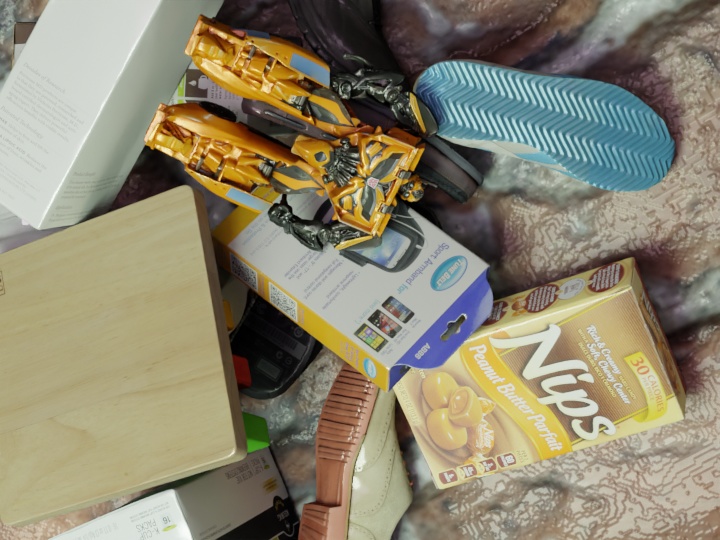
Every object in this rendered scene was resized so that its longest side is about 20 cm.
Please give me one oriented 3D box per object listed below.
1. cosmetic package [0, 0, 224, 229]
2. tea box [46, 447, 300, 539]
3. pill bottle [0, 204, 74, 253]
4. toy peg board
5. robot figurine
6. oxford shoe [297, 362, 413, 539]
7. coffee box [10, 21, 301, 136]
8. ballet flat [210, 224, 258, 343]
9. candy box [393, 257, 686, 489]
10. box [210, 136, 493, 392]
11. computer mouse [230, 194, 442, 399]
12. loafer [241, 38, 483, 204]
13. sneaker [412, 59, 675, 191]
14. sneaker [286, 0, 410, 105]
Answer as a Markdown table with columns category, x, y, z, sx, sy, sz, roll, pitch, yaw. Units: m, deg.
| category | x | y | z | sx | sy | sz | roll | pitch | yaw |
| --- | --- | --- | --- | --- | --- | --- | --- | --- | --- |
| cosmetic package | -0.192 | -0.135 | 1.386 | 0.081 | 0.113 | 0.201 | 33 | 102 | 13 |
| tea box | -0.121 | 0.260 | 1.468 | 0.133 | 0.200 | 0.198 | -24 | 86 | 18 |
| pill bottle | -0.242 | 0.025 | 1.534 | 0.111 | 0.112 | 0.202 | -12 | 90 | 18 |
| toy peg board | -0.169 | 0.070 | 1.412 | 0.199 | 0.098 | 0.201 | -18 | 71 | 21 |
| robot figurine | -0.044 | -0.092 | 1.362 | 0.199 | 0.058 | 0.146 | 24 | 106 | -9 |
| oxford shoe | 0.006 | 0.149 | 1.499 | 0.073 | 0.071 | 0.202 | 14 | 90 | -24 |
| coffee box | -0.158 | -0.148 | 1.491 | 0.198 | 0.114 | 0.080 | 4 | 96 | 17 |
| ballet flat | -0.133 | 0.060 | 1.468 | 0.072 | 0.072 | 0.201 | 28 | 92 | 14 |
| candy box | 0.129 | 0.078 | 1.430 | 0.199 | 0.055 | 0.116 | -18 | 111 | 19 |
| box | 0.000 | 0.000 | 1.420 | 0.200 | 0.042 | 0.119 | 38 | 64 | 18 |
| computer mouse | -0.014 | 0.021 | 1.496 | 0.140 | 0.046 | 0.201 | 25 | 91 | 21 |
| loafer | -0.001 | -0.098 | 1.433 | 0.199 | 0.072 | 0.063 | 32 | 86 | -20 |
| sneaker | 0.136 | -0.114 | 1.423 | 0.199 | 0.081 | 0.077 | 17 | 98 | -4 |
| sneaker | -0.017 | -0.217 | 1.465 | 0.091 | 0.076 | 0.201 | -36 | 87 | 7 |
